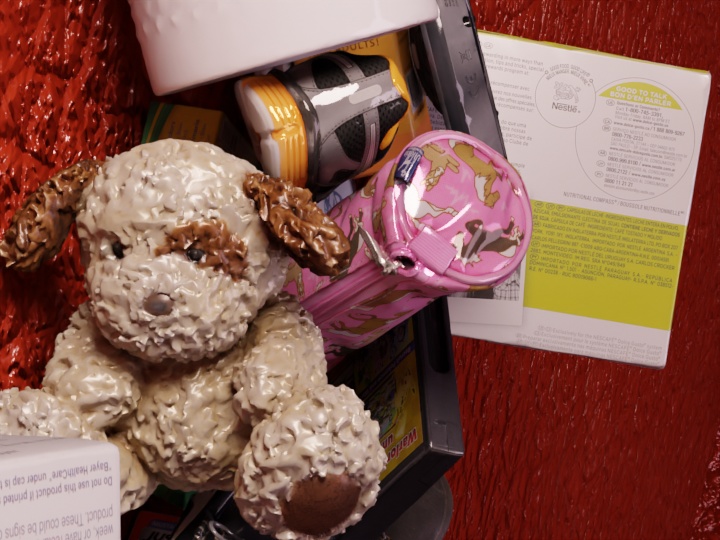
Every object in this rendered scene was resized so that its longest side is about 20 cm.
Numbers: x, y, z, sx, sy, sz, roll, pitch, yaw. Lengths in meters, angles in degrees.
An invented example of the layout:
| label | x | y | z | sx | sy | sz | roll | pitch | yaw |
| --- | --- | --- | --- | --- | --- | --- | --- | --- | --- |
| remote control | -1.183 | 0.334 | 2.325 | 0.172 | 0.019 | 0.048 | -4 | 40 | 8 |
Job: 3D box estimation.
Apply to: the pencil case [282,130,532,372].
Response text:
| label | x | y | z | sx | sy | sz | roll | pitch | yaw |
| --- | --- | --- | --- | --- | --- | --- | --- | --- | --- |
| pencil case | 0.000 | 0.000 | 1.074 | 0.086 | 0.200 | 0.083 | 10 | 66 | -30 |

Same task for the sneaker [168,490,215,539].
| label | x | y | z | sx | sy | sz | roll | pitch | yaw |
| --- | --- | --- | --- | --- | --- | --- | --- | --- | --- |
| sneaker | -0.106 | 0.170 | 1.108 | 0.080 | 0.198 | 0.130 | 119 | -32 | -41 |

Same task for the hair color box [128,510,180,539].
| label | x | y | z | sx | sy | sz | roll | pitch | yaw |
| --- | --- | --- | --- | --- | --- | --- | --- | --- | --- |
| hair color box | -0.117 | 0.250 | 1.190 | 0.111 | 0.064 | 0.201 | 72 | 30 | -54 |

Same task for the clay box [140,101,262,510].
| label | x | y | z | sx | sy | sz | roll | pitch | yaw |
| --- | --- | --- | --- | --- | --- | --- | --- | --- | --- |
| clay box | -0.101 | 0.023 | 1.156 | 0.115 | 0.047 | 0.201 | 51 | 51 | -70 |

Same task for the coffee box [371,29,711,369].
| label | x | y | z | sx | sy | sz | roll | pitch | yaw |
| --- | --- | --- | --- | --- | --- | --- | --- | --- | --- |
| coffee box | 0.109 | -0.050 | 1.442 | 0.200 | 0.199 | 0.199 | -164 | -97 | -86 |

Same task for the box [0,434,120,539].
| label | x | y | z | sx | sy | sz | roll | pitch | yaw |
| --- | --- | --- | --- | --- | --- | --- | --- | --- | --- |
| box | -0.181 | 0.169 | 0.795 | 0.184 | 0.104 | 0.202 | -3 | 92 | -60 |

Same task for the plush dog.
| label | x | y | z | sx | sy | sz | roll | pitch | yaw |
| --- | --- | --- | --- | --- | --- | --- | --- | --- | --- |
| plush dog | -0.078 | 0.022 | 1.012 | 0.161 | 0.199 | 0.173 | -61 | 151 | -66 |

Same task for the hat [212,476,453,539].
| label | x | y | z | sx | sy | sz | roll | pitch | yaw |
| --- | --- | --- | --- | --- | --- | --- | --- | --- | --- |
| hat | -0.041 | 0.132 | 1.321 | 0.081 | 0.201 | 0.201 | -38 | -166 | 38 |

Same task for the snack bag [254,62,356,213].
| label | x | y | z | sx | sy | sz | roll | pitch | yaw |
| --- | --- | --- | --- | --- | --- | --- | --- | --- | --- |
| snack bag | -0.031 | -0.088 | 1.293 | 0.189 | 0.021 | 0.201 | 59 | 23 | -62 |

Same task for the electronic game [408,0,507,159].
| label | x | y | z | sx | sy | sz | roll | pitch | yaw |
| --- | --- | --- | --- | --- | --- | --- | --- | --- | --- |
| electronic game | 0.050 | -0.125 | 1.228 | 0.200 | 0.041 | 0.201 | -13 | 90 | -85 |

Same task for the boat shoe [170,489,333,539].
| label | x | y | z | sx | sy | sz | roll | pitch | yaw |
| --- | --- | --- | --- | --- | --- | --- | --- | --- | --- |
| boat shoe | -0.057 | 0.145 | 1.062 | 0.062 | 0.075 | 0.200 | -41 | -167 | 43 |

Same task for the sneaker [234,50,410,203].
| label | x | y | z | sx | sy | sz | roll | pitch | yaw |
| --- | --- | --- | --- | --- | --- | --- | --- | --- | --- |
| sneaker | -0.019 | -0.073 | 1.086 | 0.200 | 0.077 | 0.079 | -146 | -145 | -84 |

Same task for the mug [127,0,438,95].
| label | x | y | z | sx | sy | sz | roll | pitch | yaw |
| --- | --- | --- | --- | --- | --- | --- | --- | --- | --- |
| mug | -0.054 | -0.191 | 1.060 | 0.200 | 0.147 | 0.176 | -117 | -168 | -85 |

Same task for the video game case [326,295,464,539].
| label | x | y | z | sx | sy | sz | roll | pitch | yaw |
| --- | --- | --- | --- | --- | --- | --- | --- | --- | --- |
| video game case | -0.007 | 0.067 | 1.182 | 0.200 | 0.025 | 0.182 | -49 | -143 | 47 |

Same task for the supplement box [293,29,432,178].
| label | x | y | z | sx | sy | sz | roll | pitch | yaw |
| --- | --- | --- | --- | --- | --- | --- | --- | --- | --- |
| supplement box | -0.011 | -0.157 | 1.231 | 0.069 | 0.066 | 0.201 | -54 | 133 | -73 |
